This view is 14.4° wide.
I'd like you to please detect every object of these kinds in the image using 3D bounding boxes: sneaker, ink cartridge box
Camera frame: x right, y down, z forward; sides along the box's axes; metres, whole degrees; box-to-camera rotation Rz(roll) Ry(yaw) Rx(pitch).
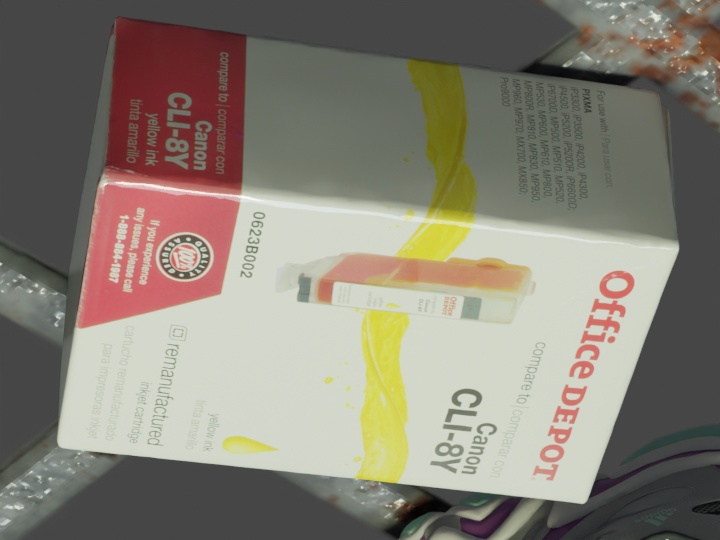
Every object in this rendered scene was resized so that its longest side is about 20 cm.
[{"bbox_3d":[0.071,0.134,1.107,0.200,0.140,0.078,-28,103,19],"label":"sneaker"},{"bbox_3d":[0.000,0.000,1.012,0.200,0.083,0.145,6,136,-8],"label":"ink cartridge box"}]
